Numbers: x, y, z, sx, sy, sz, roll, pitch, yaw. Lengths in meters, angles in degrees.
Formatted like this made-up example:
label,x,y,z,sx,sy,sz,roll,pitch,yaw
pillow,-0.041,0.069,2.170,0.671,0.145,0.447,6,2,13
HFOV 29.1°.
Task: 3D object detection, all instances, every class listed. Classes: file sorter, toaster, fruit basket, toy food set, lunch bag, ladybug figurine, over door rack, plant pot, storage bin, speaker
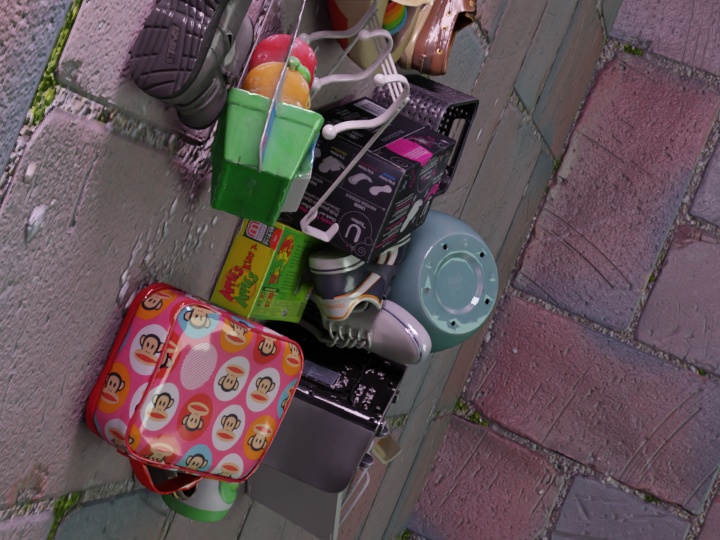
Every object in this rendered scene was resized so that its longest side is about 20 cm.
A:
label,x,y,z,sx,sy,sz,roll,pitch,yaw
file sorter,-0.058,0.230,1.808,0.125,0.138,0.201,-52,161,-35
toaster,-0.058,0.147,1.621,0.181,0.198,0.120,-56,167,-67
fruit basket,-0.068,-0.149,1.226,0.185,0.093,0.202,120,-9,-65
toy food set,-0.002,0.192,1.955,0.060,0.144,0.200,-43,163,-4
lunch bag,-0.152,0.120,1.273,0.199,0.081,0.178,30,81,-52
ladybug figurine,0.013,-0.277,1.414,0.137,0.071,0.200,-63,166,-15
over door rack,-0.030,-0.149,1.315,0.201,0.066,0.149,-59,-148,37
plant pot,0.080,0.015,1.766,0.160,0.200,0.202,5,-115,58
storage bin,0.071,-0.170,1.782,0.137,0.093,0.200,-70,166,15
speaker,-0.147,0.161,1.478,0.202,0.088,0.088,-70,167,11

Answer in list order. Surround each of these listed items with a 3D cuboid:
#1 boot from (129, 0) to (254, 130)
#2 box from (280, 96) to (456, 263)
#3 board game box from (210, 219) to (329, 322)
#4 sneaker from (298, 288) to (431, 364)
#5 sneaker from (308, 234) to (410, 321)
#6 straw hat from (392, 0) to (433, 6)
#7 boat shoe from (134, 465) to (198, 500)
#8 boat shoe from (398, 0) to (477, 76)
label,x,y,z,sx,sy,sz,roll,pitch,yaw
boot,-0.107,-0.213,1.086,0.201,0.069,0.132,-57,170,3
box,0.005,-0.105,1.540,0.116,0.131,0.200,-68,167,20
board game box,-0.094,-0.001,1.503,0.200,0.047,0.103,14,97,-77
sneaker,-0.013,0.066,1.613,0.071,0.198,0.074,-41,144,-42
sneaker,0.000,0.000,1.582,0.200,0.078,0.080,-30,116,-59
straw hat,0.016,-0.336,1.278,0.200,0.084,0.204,0,90,-48
boat shoe,-0.181,0.147,1.374,0.072,0.059,0.202,-50,158,-50
boat shoe,0.116,-0.331,1.748,0.202,0.067,0.072,-64,167,-15
